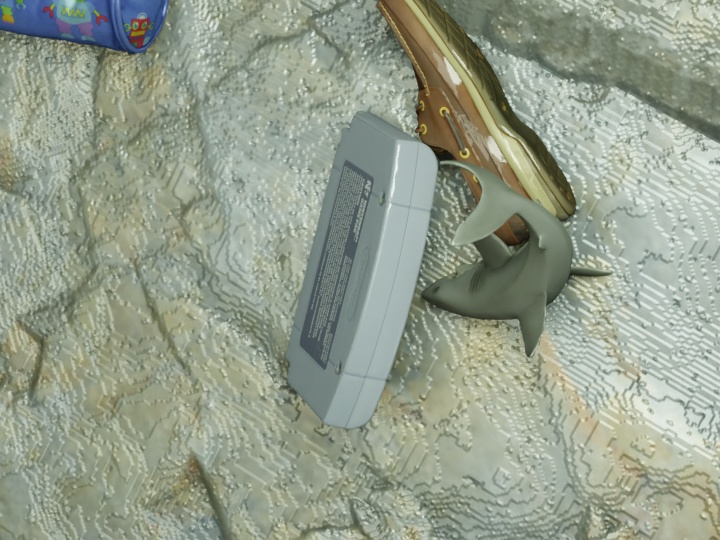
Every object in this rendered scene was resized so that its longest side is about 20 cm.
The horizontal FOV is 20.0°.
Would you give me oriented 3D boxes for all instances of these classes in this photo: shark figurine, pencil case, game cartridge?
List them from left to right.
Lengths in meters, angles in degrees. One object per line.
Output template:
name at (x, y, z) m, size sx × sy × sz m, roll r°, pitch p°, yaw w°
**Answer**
pencil case at (-0.238, -0.214, 1.471) m, size 0.200 × 0.078 × 0.087 m, roll 13°, pitch 122°, yaw 16°
game cartridge at (0.000, 0.000, 1.390) m, size 0.041 × 0.133 × 0.200 m, roll 11°, pitch 101°, yaw -17°
shark figurine at (0.106, 0.007, 1.326) m, size 0.128 × 0.215 × 0.090 m, roll 7°, pitch 69°, yaw 1°

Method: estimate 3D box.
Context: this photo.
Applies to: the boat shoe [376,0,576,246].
boat shoe at (0.066, -0.106, 1.385) m, size 0.068 × 0.072 × 0.200 m, roll -34°, pitch 87°, yaw 16°
